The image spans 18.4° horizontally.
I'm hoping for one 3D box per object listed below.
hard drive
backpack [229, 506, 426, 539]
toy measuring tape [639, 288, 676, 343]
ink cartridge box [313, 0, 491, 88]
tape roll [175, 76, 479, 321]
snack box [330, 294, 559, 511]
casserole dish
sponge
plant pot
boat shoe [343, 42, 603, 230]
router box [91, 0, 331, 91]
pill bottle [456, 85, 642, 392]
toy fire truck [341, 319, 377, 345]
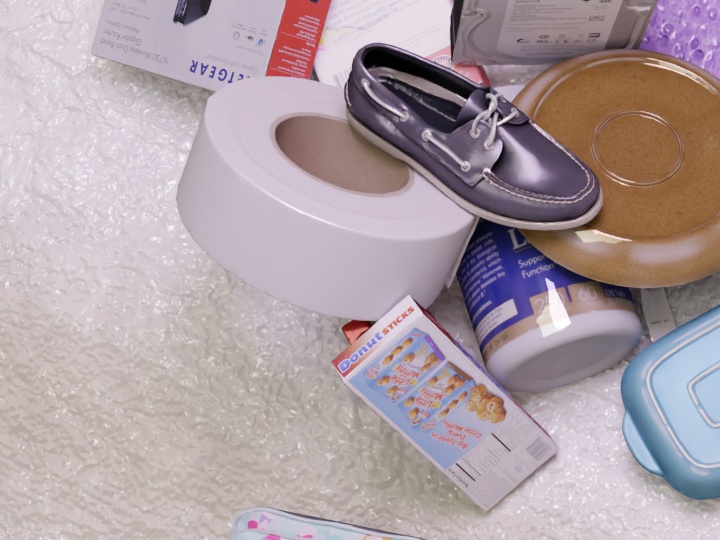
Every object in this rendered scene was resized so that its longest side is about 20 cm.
[{"bbox_3d":[0.136,-0.192,1.550,0.139,0.200,0.038,-2,75,-3],"label":"hard drive"},{"bbox_3d":[-0.026,0.275,1.547,0.177,0.151,0.201,10,82,18],"label":"backpack"},{"bbox_3d":[0.215,-0.034,1.594,0.073,0.074,0.201,-17,70,12],"label":"toy measuring tape"},{"bbox_3d":[0.015,-0.194,1.708,0.116,0.067,0.201,-24,70,9],"label":"ink cartridge box"},{"bbox_3d":[-0.022,-0.052,1.530,0.202,0.202,0.071,35,121,23],"label":"tape roll"},{"bbox_3d":[0.062,0.095,1.540,0.072,0.200,0.024,-40,44,6],"label":"snack box"},{"bbox_3d":[0.275,0.075,1.544,0.199,0.039,0.121,-28,76,-3],"label":"casserole dish"},{"bbox_3d":[0.212,-0.200,1.668,0.200,0.030,0.112,31,86,22],"label":"sponge"},{"bbox_3d":[0.192,-0.080,1.546,0.199,0.028,0.201,1,57,-2],"label":"plant pot"},{"bbox_3d":[0.074,-0.092,1.501,0.199,0.063,0.073,29,60,20],"label":"boat shoe"},{"bbox_3d":[-0.105,-0.229,1.711,0.199,0.049,0.180,19,94,41],"label":"router box"},{"bbox_3d":[0.119,-0.024,1.599,0.115,0.116,0.201,-21,69,10],"label":"pill bottle"},{"bbox_3d":[0.000,0.000,1.616,0.049,0.141,0.201,-31,68,6],"label":"toy fire truck"}]
